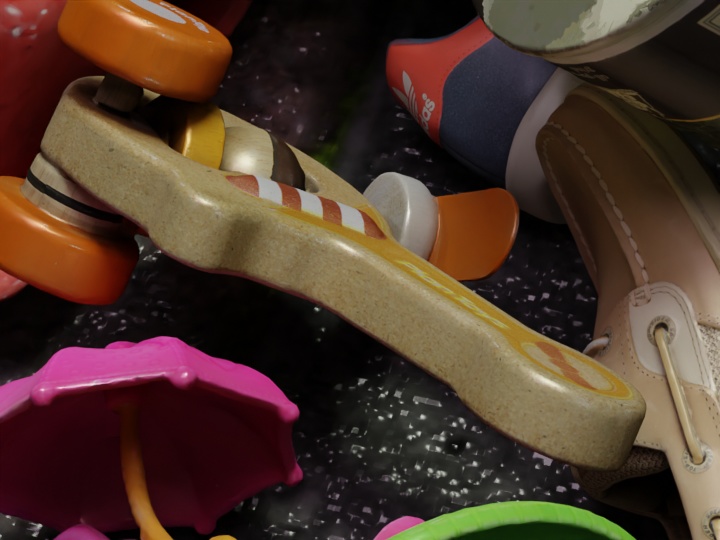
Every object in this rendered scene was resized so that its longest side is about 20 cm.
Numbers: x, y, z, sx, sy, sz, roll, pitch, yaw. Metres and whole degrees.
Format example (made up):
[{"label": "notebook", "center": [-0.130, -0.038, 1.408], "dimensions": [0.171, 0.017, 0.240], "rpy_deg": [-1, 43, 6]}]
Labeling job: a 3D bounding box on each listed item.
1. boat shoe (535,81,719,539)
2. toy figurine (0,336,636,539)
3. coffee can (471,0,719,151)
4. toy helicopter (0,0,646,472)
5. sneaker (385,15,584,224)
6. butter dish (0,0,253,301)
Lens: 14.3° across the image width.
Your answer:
[{"label": "boat shoe", "center": [0.086, 0.036, 0.764], "dimensions": [0.064, 0.071, 0.200], "rpy_deg": [-23, 61, -4]}, {"label": "toy figurine", "center": [-0.048, 0.101, 0.721], "dimensions": [0.200, 0.150, 0.184], "rpy_deg": [-51, 44, -1]}, {"label": "coffee can", "center": [0.148, -0.085, 0.760], "dimensions": [0.200, 0.146, 0.147], "rpy_deg": [25, 42, -29]}, {"label": "toy helicopter", "center": [0.000, 0.000, 0.772], "dimensions": [0.200, 0.132, 0.079], "rpy_deg": [33, 103, 34]}, {"label": "sneaker", "center": [0.083, -0.107, 0.892], "dimensions": [0.084, 0.075, 0.200], "rpy_deg": [30, 59, 22]}, {"label": "butter dish", "center": [-0.124, -0.128, 0.838], "dimensions": [0.199, 0.148, 0.200], "rpy_deg": [34, 48, 0]}]
